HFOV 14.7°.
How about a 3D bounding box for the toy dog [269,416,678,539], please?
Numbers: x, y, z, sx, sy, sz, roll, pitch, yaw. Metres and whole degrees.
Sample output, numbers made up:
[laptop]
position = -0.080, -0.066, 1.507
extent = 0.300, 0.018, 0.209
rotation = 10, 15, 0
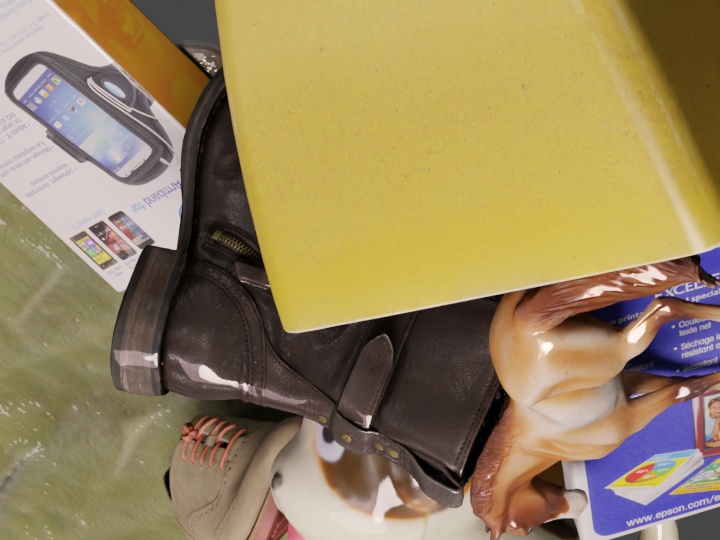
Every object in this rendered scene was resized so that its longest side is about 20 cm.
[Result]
[toy dog]
position = 0.039, 0.127, 1.248
extent = 0.193, 0.140, 0.200
rotation = -30, 118, 5

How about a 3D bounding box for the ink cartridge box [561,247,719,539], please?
[ink cartridge box]
position = 0.171, 0.012, 1.151
extent = 0.197, 0.047, 0.201
rotation = -15, 133, -4

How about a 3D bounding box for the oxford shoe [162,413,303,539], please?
[oxford shoe]
position = -0.064, 0.105, 1.403
extent = 0.075, 0.070, 0.200
rotation = 42, 156, 1

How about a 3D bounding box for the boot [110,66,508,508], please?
[boot]
position = 0.000, 0.000, 1.193
extent = 0.173, 0.201, 0.069
rotation = 12, 150, 12

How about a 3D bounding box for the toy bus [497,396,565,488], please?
[toy bus]
position = 0.045, 0.073, 1.344
extent = 0.078, 0.065, 0.200
rotation = -18, 124, 42

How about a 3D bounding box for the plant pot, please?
[plant pot]
position = 0.056, -0.113, 1.054
extent = 0.199, 0.200, 0.177
rotation = -12, 111, 36

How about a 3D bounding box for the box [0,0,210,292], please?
[box]
position = -0.124, -0.069, 1.304
extent = 0.200, 0.042, 0.119
rotation = 43, 137, -22

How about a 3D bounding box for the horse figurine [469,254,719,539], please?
[horse figurine]
position = 0.096, 0.035, 1.067
extent = 0.132, 0.050, 0.200
rotation = -15, 153, 0
